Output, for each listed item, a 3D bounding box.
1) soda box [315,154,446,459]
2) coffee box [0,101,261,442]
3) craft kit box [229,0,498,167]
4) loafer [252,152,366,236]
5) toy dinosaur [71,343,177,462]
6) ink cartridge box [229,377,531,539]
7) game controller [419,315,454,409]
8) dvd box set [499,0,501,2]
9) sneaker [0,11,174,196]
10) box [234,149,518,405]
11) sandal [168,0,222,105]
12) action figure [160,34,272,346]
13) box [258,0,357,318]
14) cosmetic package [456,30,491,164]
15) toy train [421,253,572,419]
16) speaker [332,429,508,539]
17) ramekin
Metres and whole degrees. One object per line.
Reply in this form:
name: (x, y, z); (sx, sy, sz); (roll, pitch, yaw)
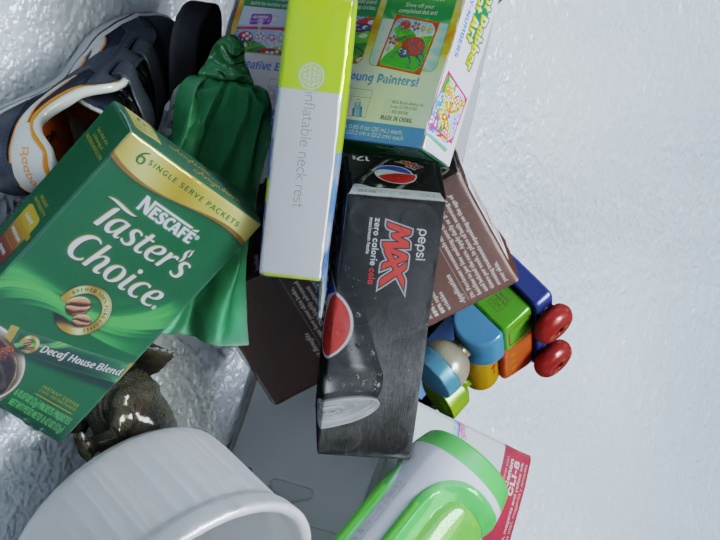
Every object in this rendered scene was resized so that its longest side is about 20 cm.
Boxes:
soda box: (0.011, 0.027, 1.356); (0.063, 0.070, 0.201); (-96, -169, -63)
coffee box: (-0.171, 0.003, 1.257); (0.200, 0.044, 0.123); (-46, 128, 9)
craft kit box: (0.000, -0.181, 1.410); (0.048, 0.199, 0.199); (25, 79, -53)
loafer: (-0.021, -0.054, 1.461); (0.200, 0.070, 0.068); (-43, 148, 1)
toy dinosaur: (-0.158, 0.118, 1.370); (0.102, 0.077, 0.201); (-26, 114, -33)
ink cartridge box: (0.008, 0.172, 1.539); (0.200, 0.145, 0.146); (29, 76, -52)
game controller: (0.053, 0.064, 1.594); (0.104, 0.042, 0.200); (-40, 162, 0)
dvd box set: (0.052, -0.286, 1.541); (0.146, 0.029, 0.201); (-44, 117, -51)
sneaker: (-0.164, -0.105, 1.313); (0.200, 0.079, 0.079); (-44, 129, -40)
box: (0.000, 0.000, 1.418); (0.100, 0.199, 0.075); (59, 8, -26)
sandal: (-0.103, -0.088, 1.375); (0.076, 0.043, 0.201); (-68, 165, -47)
action figure: (-0.106, -0.057, 1.320); (0.117, 0.055, 0.201); (10, 104, -27)
box: (-0.034, -0.081, 1.293); (0.122, 0.047, 0.202); (-92, -171, -78)
cosmetic package: (0.019, -0.153, 1.561); (0.199, 0.051, 0.152); (16, 83, -52)
toy train: (0.097, 0.073, 1.559); (0.116, 0.085, 0.200); (-40, 158, -13)
speaker: (0.015, 0.206, 1.378); (0.200, 0.088, 0.089); (-49, 134, -20)
ramekin: (-0.139, 0.199, 1.336); (0.200, 0.098, 0.201); (-32, 149, -22)
